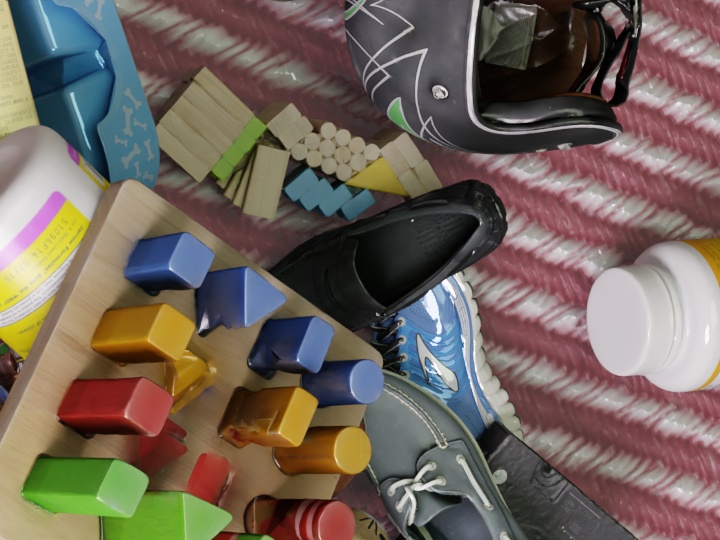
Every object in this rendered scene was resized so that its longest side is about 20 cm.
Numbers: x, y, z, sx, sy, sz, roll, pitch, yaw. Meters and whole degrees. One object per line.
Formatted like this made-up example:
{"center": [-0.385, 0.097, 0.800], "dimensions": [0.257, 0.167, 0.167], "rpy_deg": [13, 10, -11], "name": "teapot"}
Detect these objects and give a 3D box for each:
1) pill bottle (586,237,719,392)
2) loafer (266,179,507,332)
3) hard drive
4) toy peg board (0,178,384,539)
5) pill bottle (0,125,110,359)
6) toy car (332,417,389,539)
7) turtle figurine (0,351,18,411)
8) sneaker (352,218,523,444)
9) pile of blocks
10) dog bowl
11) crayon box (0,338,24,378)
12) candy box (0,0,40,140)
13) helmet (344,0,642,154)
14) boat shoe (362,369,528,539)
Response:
{"center": [0.268, 0.030, 1.337], "dimensions": [0.199, 0.109, 0.110], "rpy_deg": [-4, 90, -27], "name": "pill bottle"}
{"center": [0.000, 0.000, 1.172], "dimensions": [0.200, 0.070, 0.068], "rpy_deg": [-26, 91, 17], "name": "loafer"}
{"center": [0.079, 0.220, 1.240], "dimensions": [0.140, 0.038, 0.200], "rpy_deg": [39, 90, -20], "name": "hard drive"}
{"center": [-0.070, 0.084, 0.953], "dimensions": [0.200, 0.098, 0.200], "rpy_deg": [36, 65, -31], "name": "toy peg board"}
{"center": [-0.145, 0.020, 1.029], "dimensions": [0.200, 0.104, 0.104], "rpy_deg": [46, 69, -26], "name": "pill bottle"}
{"center": [-0.015, 0.168, 1.133], "dimensions": [0.200, 0.164, 0.158], "rpy_deg": [42, 70, -5], "name": "toy car"}
{"center": [-0.269, 0.113, 0.957], "dimensions": [0.193, 0.144, 0.201], "rpy_deg": [24, 81, 1], "name": "turtle figurine"}
{"center": [0.037, 0.059, 1.235], "dimensions": [0.089, 0.078, 0.201], "rpy_deg": [-30, 102, -27], "name": "sneaker"}
{"center": [-0.048, -0.073, 1.211], "dimensions": [0.199, 0.062, 0.083], "rpy_deg": [16, 93, -18], "name": "pile of blocks"}
{"center": [-0.183, -0.121, 1.116], "dimensions": [0.049, 0.111, 0.201], "rpy_deg": [-24, 99, -39], "name": "dog bowl"}
{"center": [-0.252, 0.042, 1.083], "dimensions": [0.200, 0.058, 0.119], "rpy_deg": [-39, 105, -14], "name": "crayon box"}
{"center": [-0.251, -0.164, 1.074], "dimensions": [0.055, 0.115, 0.201], "rpy_deg": [-17, 96, -27], "name": "candy box"}
{"center": [0.081, -0.168, 1.198], "dimensions": [0.189, 0.200, 0.202], "rpy_deg": [9, 84, -17], "name": "helmet"}
{"center": [0.052, 0.145, 1.169], "dimensions": [0.073, 0.062, 0.200], "rpy_deg": [-37, 80, 6], "name": "boat shoe"}
